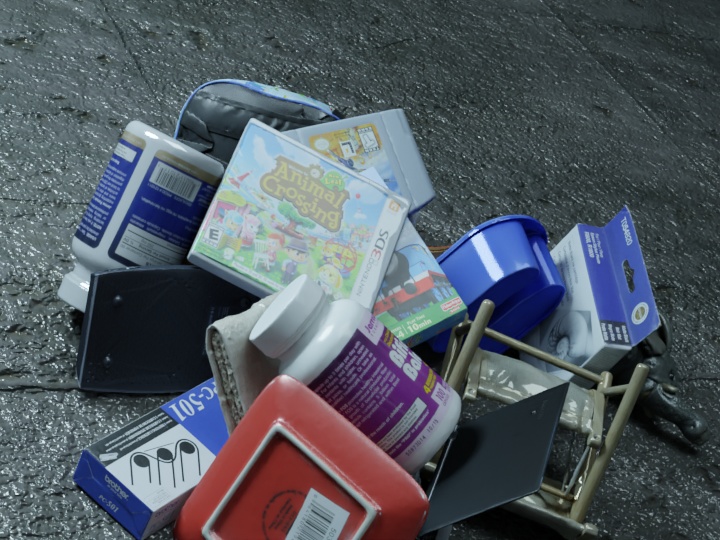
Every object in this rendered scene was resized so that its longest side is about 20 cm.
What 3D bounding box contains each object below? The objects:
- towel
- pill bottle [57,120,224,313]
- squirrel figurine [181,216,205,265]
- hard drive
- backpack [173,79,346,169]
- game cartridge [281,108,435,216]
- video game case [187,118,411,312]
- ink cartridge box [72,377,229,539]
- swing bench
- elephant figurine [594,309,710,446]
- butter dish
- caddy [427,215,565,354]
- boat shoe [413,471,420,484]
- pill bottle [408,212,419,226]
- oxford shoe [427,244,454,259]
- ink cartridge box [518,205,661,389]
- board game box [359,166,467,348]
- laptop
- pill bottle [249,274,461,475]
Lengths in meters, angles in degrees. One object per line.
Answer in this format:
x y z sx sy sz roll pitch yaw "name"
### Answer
-0.085 0.130 1.539 0.034 0.202 0.132 -8 11 33 "towel"
-0.234 -0.045 1.636 0.115 0.202 0.116 27 1 -1 "pill bottle"
-0.139 -0.001 1.754 0.185 0.142 0.202 19 44 -30 "squirrel figurine"
-0.196 0.057 1.602 0.198 0.137 0.042 1 19 -35 "hard drive"
-0.128 -0.138 1.898 0.198 0.185 0.147 19 8 -3 "backpack"
-0.010 -0.107 1.788 0.198 0.042 0.134 -15 75 -31 "game cartridge"
-0.060 -0.043 1.631 0.198 0.022 0.183 27 59 -9 "video game case"
-0.176 0.179 1.511 0.094 0.044 0.199 38 33 17 "ink cartridge box"
0.174 0.165 1.675 0.197 0.202 0.130 22 -11 -7 "swing bench"
0.332 0.113 1.922 0.198 0.157 0.141 22 -14 -26 "elephant figurine"
-0.036 0.228 1.440 0.199 0.201 0.148 39 10 22 "butter dish"
0.143 0.019 1.840 0.141 0.199 0.106 30 27 -50 "caddy"
0.030 0.184 1.583 0.074 0.065 0.204 10 52 -14 "boat shoe"
0.011 -0.062 1.879 0.113 0.115 0.202 21 53 -6 "pill bottle"
0.106 0.009 1.923 0.197 0.072 0.073 5 36 11 "oxford shoe"
0.258 0.046 1.841 0.040 0.200 0.201 22 38 -26 "ink cartridge box"
0.000 0.000 1.677 0.150 0.037 0.201 -25 66 -19 "board game box"
0.121 0.228 1.475 0.114 0.202 0.188 9 28 13 "laptop"
-0.007 0.100 1.489 0.200 0.112 0.113 42 29 -11 "pill bottle"
